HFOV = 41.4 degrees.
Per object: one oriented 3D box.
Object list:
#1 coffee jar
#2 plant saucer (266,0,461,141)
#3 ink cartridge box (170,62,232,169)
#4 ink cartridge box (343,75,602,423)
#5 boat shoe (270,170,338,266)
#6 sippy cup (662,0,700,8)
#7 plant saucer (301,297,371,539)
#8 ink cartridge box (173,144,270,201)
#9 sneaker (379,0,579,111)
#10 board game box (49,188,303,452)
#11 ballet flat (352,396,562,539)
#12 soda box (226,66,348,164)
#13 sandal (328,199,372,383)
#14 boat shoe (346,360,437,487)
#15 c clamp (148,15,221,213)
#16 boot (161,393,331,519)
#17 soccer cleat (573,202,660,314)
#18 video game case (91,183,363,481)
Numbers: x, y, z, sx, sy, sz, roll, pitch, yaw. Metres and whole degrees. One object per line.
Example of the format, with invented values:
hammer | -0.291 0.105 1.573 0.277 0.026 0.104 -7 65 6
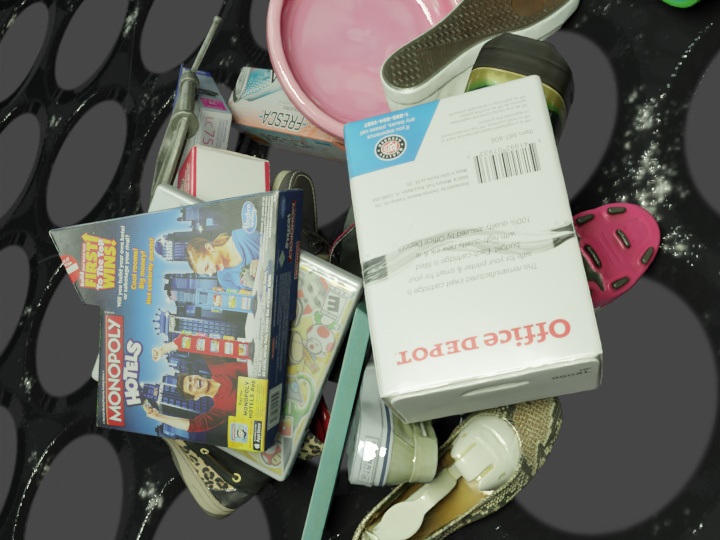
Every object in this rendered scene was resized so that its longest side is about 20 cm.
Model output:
coffee jar | 0.108 -0.082 0.770 0.084 0.104 0.204 18 83 18
plant saucer | 0.006 -0.214 0.892 0.051 0.197 0.205 158 131 -73
ink cartridge box | -0.185 -0.151 1.073 0.200 0.041 0.122 -125 44 -58
ink cartridge box | 0.075 -0.011 0.652 0.141 0.084 0.204 -12 67 10
boat shoe | -0.053 -0.004 0.913 0.064 0.072 0.204 -12 64 31
sippy cup | 0.264 -0.291 0.709 0.129 0.140 0.179 -33 50 0
plant saucer | -0.016 0.126 0.791 0.019 0.070 0.204 13 97 4
ink cartridge box | -0.159 -0.003 0.946 0.200 0.083 0.148 -45 42 52
sneaker | 0.108 -0.194 0.851 0.198 0.085 0.073 -30 58 -5
board game box | -0.153 0.027 0.770 0.195 0.062 0.205 7 97 15
ballet flat | 0.068 0.161 0.710 0.200 0.075 0.068 -44 69 17
soda box | -0.060 -0.163 0.999 0.198 0.063 0.070 18 83 46
sandal | 0.000 0.000 0.857 0.074 0.045 0.204 2 64 29
boat shoe | 0.024 0.123 0.737 0.200 0.061 0.074 -82 5 -80
c clamp | -0.181 -0.145 0.942 0.173 0.027 0.201 -61 20 27
boot | -0.122 0.112 0.866 0.149 0.073 0.203 -29 90 24
soccer cleat | 0.137 0.022 0.722 0.199 0.086 0.070 -38 80 -3
video game case | -0.116 0.051 0.806 0.197 0.023 0.185 25 102 11
